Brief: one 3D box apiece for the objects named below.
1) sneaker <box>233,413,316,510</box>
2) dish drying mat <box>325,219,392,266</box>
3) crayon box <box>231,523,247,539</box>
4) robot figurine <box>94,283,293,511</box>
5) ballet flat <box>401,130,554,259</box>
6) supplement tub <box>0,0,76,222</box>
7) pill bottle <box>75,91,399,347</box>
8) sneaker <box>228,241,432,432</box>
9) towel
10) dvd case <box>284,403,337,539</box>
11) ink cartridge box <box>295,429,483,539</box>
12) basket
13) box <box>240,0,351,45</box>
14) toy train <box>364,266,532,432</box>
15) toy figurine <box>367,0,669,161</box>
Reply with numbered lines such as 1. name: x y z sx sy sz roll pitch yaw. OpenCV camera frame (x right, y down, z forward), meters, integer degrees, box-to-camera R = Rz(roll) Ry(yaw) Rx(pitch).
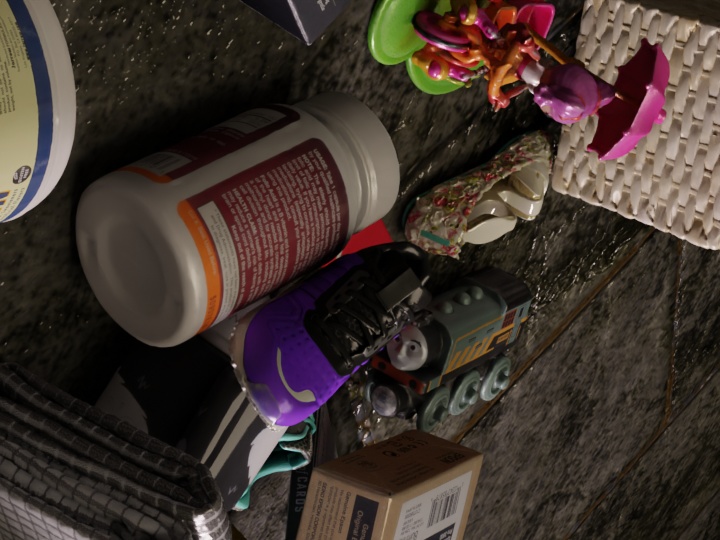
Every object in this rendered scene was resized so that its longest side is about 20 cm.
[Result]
1. sneaker: -0.062 0.115 1.267 0.200 0.091 0.078 -41 151 -26
2. dish drying mat: 0.000 0.000 1.316 0.077 0.018 0.200 -50 152 -12
3. crayon box: -0.139 0.280 1.293 0.200 0.119 0.058 -6 134 -55
4. robot figurine: -0.107 0.089 1.126 0.125 0.150 0.200 27 98 -50
5. ballet flat: 0.116 -0.059 1.387 0.200 0.064 0.076 -32 145 -38
6. supplement tub: -0.242 -0.069 0.712 0.200 0.145 0.145 -24 140 -44
7. pill bottle: -0.075 -0.040 1.048 0.200 0.114 0.114 -29 143 -39
8. sneaker: -0.009 0.028 1.033 0.099 0.070 0.200 -25 -168 28
9. towel: -0.172 0.159 1.033 0.086 0.199 0.166 -54 158 -32
10. dvd case: -0.037 0.215 1.396 0.200 0.025 0.151 80 11 -53
11. ink cartridge box: 0.017 0.229 1.315 0.200 0.075 0.165 -10 114 -64
12. basket: 0.292 -0.136 1.409 0.161 0.198 0.201 -13 119 -47
13. box: -0.028 -0.262 0.881 0.182 0.104 0.200 -47 152 -12
14. toy train: 0.079 0.067 1.452 0.200 0.085 0.114 -20 132 -52
15. toy figurine: 0.133 -0.153 1.176 0.200 0.184 0.151 -14 133 -51
